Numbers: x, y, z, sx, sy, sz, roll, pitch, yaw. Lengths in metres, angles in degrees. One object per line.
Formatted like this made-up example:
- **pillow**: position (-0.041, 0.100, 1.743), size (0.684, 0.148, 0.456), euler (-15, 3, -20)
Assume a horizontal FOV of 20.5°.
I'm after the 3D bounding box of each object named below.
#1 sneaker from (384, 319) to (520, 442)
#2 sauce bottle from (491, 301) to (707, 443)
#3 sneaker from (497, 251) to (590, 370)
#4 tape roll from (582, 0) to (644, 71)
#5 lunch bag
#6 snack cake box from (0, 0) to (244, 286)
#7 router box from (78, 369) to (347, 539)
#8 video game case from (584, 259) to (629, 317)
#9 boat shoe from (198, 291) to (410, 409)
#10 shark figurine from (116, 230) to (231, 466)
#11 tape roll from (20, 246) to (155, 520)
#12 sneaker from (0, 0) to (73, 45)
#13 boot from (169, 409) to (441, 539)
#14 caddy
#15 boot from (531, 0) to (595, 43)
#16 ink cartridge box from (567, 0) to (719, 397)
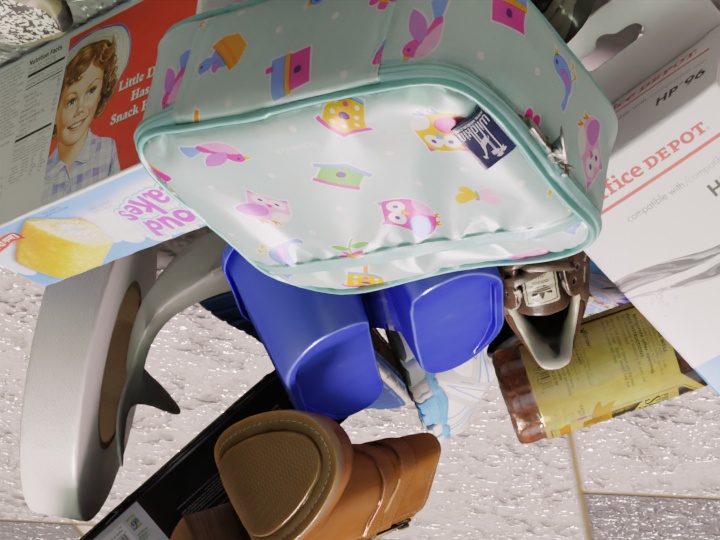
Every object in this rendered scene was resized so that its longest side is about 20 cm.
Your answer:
- **sneaker**: position (0.067, 0.057, 1.276), size (0.086, 0.076, 0.200), euler (-22, 165, -1)
- **sauce bottle**: position (0.180, 0.047, 1.198), size (0.198, 0.066, 0.066), euler (-18, 150, 5)
- **sneaker**: position (0.102, -0.019, 1.102), size (0.070, 0.076, 0.200), euler (-13, 147, 6)
- **tape roll**: position (0.045, -0.147, 0.997), size (0.201, 0.037, 0.203), euler (6, 153, 3)
- **lunch bag**: position (0.012, -0.056, 0.897), size (0.199, 0.078, 0.160), euler (-7, 144, 34)
- **snack cake box**: position (-0.131, -0.077, 1.095), size (0.199, 0.116, 0.067), euler (-18, 145, 42)
- **router box**: position (-0.105, 0.141, 1.271), size (0.052, 0.200, 0.157), euler (49, 168, -1)
- **video game case**: position (0.141, 0.004, 1.269), size (0.180, 0.046, 0.200), euler (-2, 153, 20)
- **boat shoe**: position (-0.027, 0.025, 1.319), size (0.072, 0.073, 0.200), euler (-9, 144, 36)
- **shark figurine**: position (-0.084, 0.014, 1.196), size (0.213, 0.090, 0.129), euler (-32, 107, 8)
- **tape roll**: position (-0.170, 0.057, 1.259), size (0.037, 0.204, 0.203), euler (9, 154, 4)
- **sneaker**: position (-0.250, -0.122, 1.062), size (0.198, 0.089, 0.077), euler (1, 153, 11)
- **boot**: position (-0.010, 0.124, 1.137), size (0.154, 0.077, 0.200), euler (-12, 151, -34)
- **caddy**: position (0.000, 0.000, 1.094), size (0.140, 0.106, 0.200), euler (-23, 161, -4)
- **boot**: position (-0.005, -0.132, 0.925), size (0.153, 0.074, 0.203), euler (28, 147, -27)
- **ink cartridge box**: position (0.170, -0.037, 0.972), size (0.116, 0.068, 0.200), euler (-35, 108, 33)
